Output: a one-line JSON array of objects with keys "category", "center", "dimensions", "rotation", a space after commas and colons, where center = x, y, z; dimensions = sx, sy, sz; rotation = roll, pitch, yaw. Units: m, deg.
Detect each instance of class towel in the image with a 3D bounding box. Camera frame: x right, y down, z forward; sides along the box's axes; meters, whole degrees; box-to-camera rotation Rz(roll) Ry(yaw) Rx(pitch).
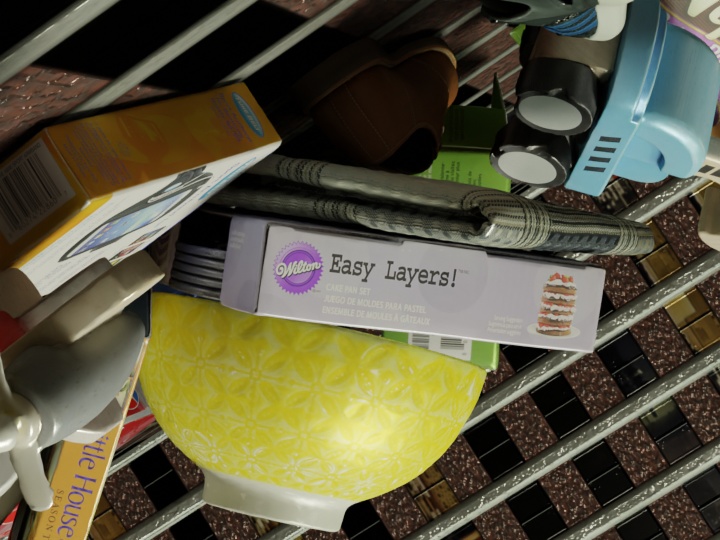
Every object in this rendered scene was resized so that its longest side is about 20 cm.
[{"category": "towel", "center": [0.030, -0.037, 0.996], "dimensions": [0.200, 0.035, 0.192], "rotation": [9, -177, 33]}]

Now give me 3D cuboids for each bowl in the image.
[{"category": "bowl", "center": [-0.038, 0.085, 1.062], "dimensions": [0.200, 0.108, 0.200], "rotation": [12, 175, 1]}]

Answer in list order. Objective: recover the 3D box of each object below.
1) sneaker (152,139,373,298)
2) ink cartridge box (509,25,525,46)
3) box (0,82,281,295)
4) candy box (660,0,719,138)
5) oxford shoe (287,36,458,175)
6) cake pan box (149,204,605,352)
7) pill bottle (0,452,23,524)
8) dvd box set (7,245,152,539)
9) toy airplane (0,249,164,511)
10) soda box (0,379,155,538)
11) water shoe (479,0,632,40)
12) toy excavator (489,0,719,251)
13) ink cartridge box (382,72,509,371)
[{"category": "sneaker", "center": [-0.069, -0.006, 1.169], "dimensions": [0.200, 0.077, 0.111], "rotation": [-42, -179, 1]}, {"category": "ink cartridge box", "center": [0.212, -0.188, 1.284], "dimensions": [0.200, 0.076, 0.148], "rotation": [-37, 175, 13]}, {"category": "box", "center": [-0.119, -0.031, 0.857], "dimensions": [0.119, 0.042, 0.200], "rotation": [-35, 178, 25]}, {"category": "candy box", "center": [0.236, -0.148, 1.186], "dimensions": [0.117, 0.200, 0.057], "rotation": [-33, -140, 9]}, {"category": "oxford shoe", "center": [0.020, -0.085, 1.057], "dimensions": [0.071, 0.071, 0.200], "rotation": [-36, 177, 20]}, {"category": "cake pan box", "center": [0.000, 0.000, 1.008], "dimensions": [0.200, 0.052, 0.184], "rotation": [7, -179, -25]}, {"category": "pill bottle", "center": [-0.231, 0.098, 1.022], "dimensions": [0.109, 0.110, 0.200], "rotation": [-31, 176, -22]}, {"category": "dvd box set", "center": [-0.153, 0.093, 1.012], "dimensions": [0.146, 0.029, 0.200], "rotation": [-107, -145, -68]}, {"category": "toy airplane", "center": [-0.159, 0.065, 0.694], "dimensions": [0.199, 0.141, 0.200], "rotation": [-22, 164, -10]}, {"category": "soda box", "center": [-0.211, 0.109, 1.219], "dimensions": [0.200, 0.070, 0.063], "rotation": [-37, 169, 35]}, {"category": "water shoe", "center": [0.094, -0.155, 0.950], "dimensions": [0.079, 0.072, 0.200], "rotation": [-5, 179, 3]}, {"category": "toy excavator", "center": [0.183, -0.080, 1.135], "dimensions": [0.195, 0.200, 0.100], "rotation": [106, 1, -65]}, {"category": "ink cartridge box", "center": [0.056, -0.039, 1.266], "dimensions": [0.076, 0.148, 0.200], "rotation": [3, -160, 0]}]
